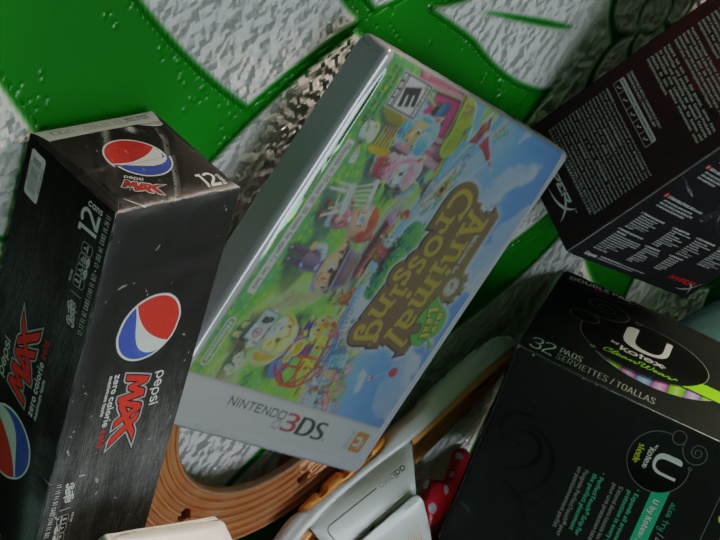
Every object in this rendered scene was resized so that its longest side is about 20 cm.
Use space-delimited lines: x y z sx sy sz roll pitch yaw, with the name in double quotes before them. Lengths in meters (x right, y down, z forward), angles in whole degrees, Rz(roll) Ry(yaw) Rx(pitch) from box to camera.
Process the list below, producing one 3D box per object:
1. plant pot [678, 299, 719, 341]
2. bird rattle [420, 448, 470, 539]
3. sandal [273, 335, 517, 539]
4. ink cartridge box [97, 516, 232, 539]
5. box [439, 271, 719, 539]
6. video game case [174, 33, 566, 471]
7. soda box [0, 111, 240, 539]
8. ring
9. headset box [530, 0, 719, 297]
"plant pot" 0.228 0.107 1.303 0.133 0.201 0.202 -1 128 -17
"bird rattle" 0.011 0.204 1.232 0.200 0.112 0.164 -45 161 -33
"sandal" 0.026 0.120 1.147 0.206 0.059 0.079 -43 166 -12
"ink cartridge box" -0.120 0.225 0.947 0.200 0.146 0.084 -39 159 30
"box" 0.166 0.112 1.152 0.149 0.199 0.125 -46 159 -68
"video game case" 0.000 0.000 1.015 0.201 0.022 0.182 -57 147 8
"soda box" -0.116 0.036 0.904 0.070 0.063 0.201 -14 134 -43
"ring" -0.043 0.052 1.052 0.200 0.019 0.202 -30 142 -27
"headset box" 0.204 -0.078 1.103 0.199 0.078 0.148 -37 153 23
